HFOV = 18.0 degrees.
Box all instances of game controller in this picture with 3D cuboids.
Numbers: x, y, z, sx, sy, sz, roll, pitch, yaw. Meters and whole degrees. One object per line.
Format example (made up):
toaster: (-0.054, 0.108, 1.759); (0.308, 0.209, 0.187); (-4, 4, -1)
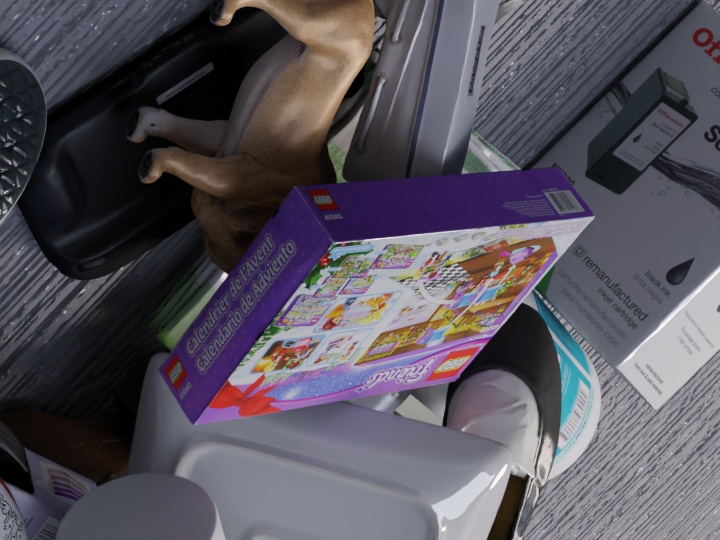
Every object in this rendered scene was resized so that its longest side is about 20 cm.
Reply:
game controller: (-0.084, -0.077, 1.157); (0.199, 0.042, 0.105); (-35, 132, -13)

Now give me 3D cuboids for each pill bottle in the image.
pill bottle: (-0.095, 0.202, 1.156); (0.110, 0.111, 0.201); (-28, 130, -22)
pill bottle: (0.069, 0.053, 1.390); (0.111, 0.111, 0.200); (-43, 147, 1)

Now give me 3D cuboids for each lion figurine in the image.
lion figurine: (-0.037, -0.084, 1.103); (0.122, 0.073, 0.201); (17, 114, -28)

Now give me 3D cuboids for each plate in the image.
plate: (-0.038, 0.157, 1.220); (0.198, 0.032, 0.201); (15, 118, -2)

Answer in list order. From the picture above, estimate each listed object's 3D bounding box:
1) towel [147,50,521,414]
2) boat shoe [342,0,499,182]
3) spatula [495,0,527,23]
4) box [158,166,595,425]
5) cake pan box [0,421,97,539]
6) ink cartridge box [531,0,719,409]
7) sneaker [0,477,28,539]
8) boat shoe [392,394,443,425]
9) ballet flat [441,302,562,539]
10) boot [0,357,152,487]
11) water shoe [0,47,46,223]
towel: (0.000, 0.000, 1.251); (0.149, 0.031, 0.200); (39, 94, -19)
boat shoe: (0.033, -0.135, 1.157); (0.074, 0.065, 0.201); (18, 84, -76)
spatula: (0.067, -0.128, 1.264); (0.056, 0.021, 0.201); (5, 125, -42)
box: (0.010, 0.010, 1.144); (0.199, 0.039, 0.137); (-6, 143, -47)
cake pan box: (-0.252, 0.152, 1.155); (0.184, 0.052, 0.200); (28, 107, -31)
ink cartridge box: (0.194, -0.042, 1.384); (0.200, 0.146, 0.084); (-45, 146, 2)
sneaker: (-0.181, 0.183, 1.102); (0.067, 0.108, 0.202); (-15, 121, -10)
boat shoe: (0.002, 0.102, 1.321); (0.071, 0.199, 0.064); (-34, -154, 59)
ballet flat: (0.071, 0.118, 1.267); (0.068, 0.068, 0.201); (-13, 113, -79)
boot: (-0.151, 0.124, 1.284); (0.199, 0.070, 0.146); (-29, 153, -8)
water shoe: (-0.221, -0.022, 1.041); (0.072, 0.079, 0.201); (49, 62, -42)
